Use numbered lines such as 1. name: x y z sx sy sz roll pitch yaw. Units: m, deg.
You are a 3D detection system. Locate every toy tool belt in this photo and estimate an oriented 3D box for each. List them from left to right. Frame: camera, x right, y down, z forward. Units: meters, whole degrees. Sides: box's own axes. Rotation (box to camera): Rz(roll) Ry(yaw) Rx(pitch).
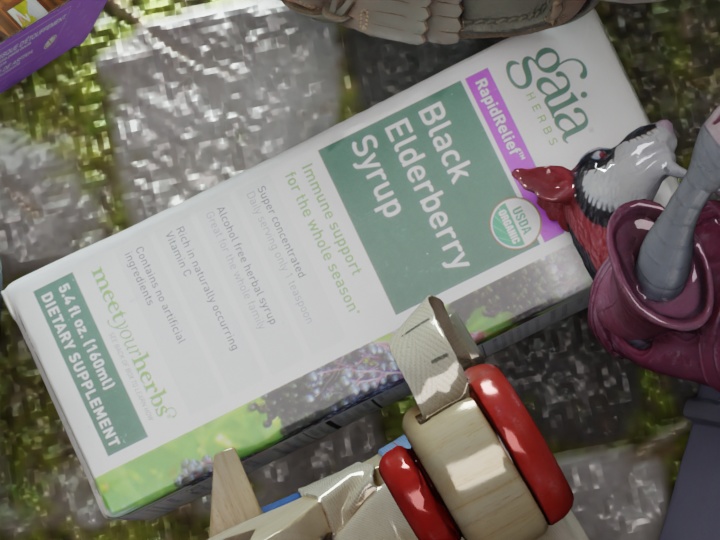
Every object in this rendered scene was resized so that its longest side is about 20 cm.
1. toy tool belt: 0.005 0.097 0.814 0.122 0.200 0.125 -31 72 -2

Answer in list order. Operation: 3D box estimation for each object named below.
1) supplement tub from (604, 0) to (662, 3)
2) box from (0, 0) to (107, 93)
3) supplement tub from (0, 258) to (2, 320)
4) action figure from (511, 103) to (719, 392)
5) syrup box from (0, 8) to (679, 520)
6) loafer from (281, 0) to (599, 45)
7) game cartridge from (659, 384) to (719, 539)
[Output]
1. supplement tub: 0.122 -0.155 0.786 0.144 0.199 0.145 13 109 42
2. box: -0.190 -0.122 0.892 0.200 0.137 0.039 42 132 8
3. supplement tub: -0.173 0.084 0.860 0.122 0.123 0.201 2 89 5
4. action figure: 0.126 0.018 0.786 0.199 0.134 0.150 22 112 36
5. syrup box: 0.000 0.000 0.883 0.199 0.081 0.079 -26 83 2
6. loafer: -0.023 -0.105 0.852 0.199 0.063 0.072 22 129 30
7. game cartridge: 0.128 0.113 0.842 0.038 0.129 0.201 20 83 -29
